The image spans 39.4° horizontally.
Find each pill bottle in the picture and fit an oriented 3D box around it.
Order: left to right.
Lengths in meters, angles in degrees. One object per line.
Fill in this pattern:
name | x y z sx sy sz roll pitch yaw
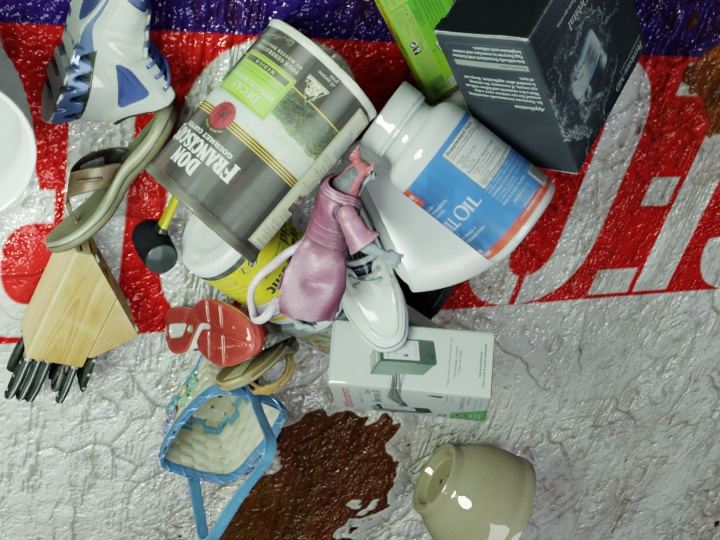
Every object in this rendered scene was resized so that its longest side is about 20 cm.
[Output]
pill bottle | -0.107 -0.004 1.187 0.111 0.112 0.200 -42 135 11
pill bottle | 0.101 -0.109 1.083 0.199 0.112 0.113 37 111 -2

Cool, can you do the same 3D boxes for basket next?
basket | -0.176 0.218 1.276 0.138 0.201 0.177 18 117 -37

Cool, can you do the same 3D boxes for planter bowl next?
planter bowl | 0.168 0.359 1.604 0.134 0.201 0.201 32 112 -13

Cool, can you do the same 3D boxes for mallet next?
mallet | -0.194 -0.087 1.104 0.041 0.066 0.201 15 119 -37

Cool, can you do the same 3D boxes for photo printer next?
photo printer | 0.090 -0.085 1.173 0.165 0.069 0.202 -25 92 -4

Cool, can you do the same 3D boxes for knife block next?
knife block | -0.354 0.060 1.148 0.174 0.064 0.201 -24 135 -8

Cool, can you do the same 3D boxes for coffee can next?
coffee can | -0.101 -0.131 1.026 0.200 0.146 0.146 -50 134 -3

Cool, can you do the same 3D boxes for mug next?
mug | -0.394 -0.142 0.877 0.198 0.176 0.149 -13 132 -16

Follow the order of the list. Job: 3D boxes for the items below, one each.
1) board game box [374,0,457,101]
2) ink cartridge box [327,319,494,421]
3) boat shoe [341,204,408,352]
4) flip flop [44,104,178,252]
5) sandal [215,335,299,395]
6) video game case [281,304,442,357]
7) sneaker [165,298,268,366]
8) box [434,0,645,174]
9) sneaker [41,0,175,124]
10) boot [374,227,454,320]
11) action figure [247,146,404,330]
board game box | 0.074 -0.289 1.082 0.101 0.048 0.200 -33 135 2
ink cartridge box | 0.063 0.127 1.258 0.197 0.085 0.146 4 161 6
boat shoe | 0.000 0.000 1.186 0.073 0.202 0.067 -23 167 0
flip flop | -0.268 -0.103 1.050 0.057 0.081 0.200 37 103 -26
sandal | -0.115 0.124 1.244 0.080 0.055 0.200 -23 179 12
video game case | 0.025 0.094 1.333 0.181 0.023 0.199 -15 147 37
sneaker | -0.144 0.066 1.201 0.115 0.199 0.079 -5 98 -37
box | 0.200 -0.247 1.075 0.198 0.117 0.200 -58 140 -21
sneaker | -0.226 -0.219 0.975 0.114 0.081 0.200 8 130 -36
boot | 0.067 -0.026 1.287 0.199 0.073 0.162 -48 134 9
action figure | -0.038 -0.046 1.076 0.147 0.134 0.202 3 125 -24
